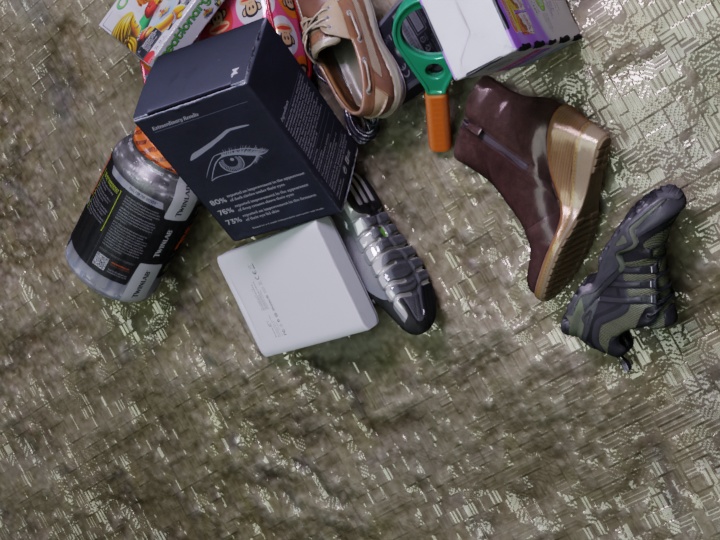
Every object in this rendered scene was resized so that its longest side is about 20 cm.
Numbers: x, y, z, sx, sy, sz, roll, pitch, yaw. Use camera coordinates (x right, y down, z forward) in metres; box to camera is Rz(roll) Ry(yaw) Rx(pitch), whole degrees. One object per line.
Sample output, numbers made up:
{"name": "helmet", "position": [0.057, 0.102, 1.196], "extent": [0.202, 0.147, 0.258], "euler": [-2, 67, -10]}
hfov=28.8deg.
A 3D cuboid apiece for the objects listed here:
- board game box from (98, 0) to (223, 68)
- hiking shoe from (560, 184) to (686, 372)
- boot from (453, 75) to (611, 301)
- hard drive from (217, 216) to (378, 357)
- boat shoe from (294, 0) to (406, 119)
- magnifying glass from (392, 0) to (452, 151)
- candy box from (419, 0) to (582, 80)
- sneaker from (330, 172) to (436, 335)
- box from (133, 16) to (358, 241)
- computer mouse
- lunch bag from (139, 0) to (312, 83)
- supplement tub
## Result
{"name": "board game box", "position": [-0.192, -0.320, 1.539], "extent": [0.201, 0.035, 0.126], "euler": [-53, 46, 2]}
{"name": "hiking shoe", "position": [0.287, 0.006, 1.415], "extent": [0.100, 0.076, 0.201], "euler": [33, 124, 8]}
{"name": "boot", "position": [0.168, -0.087, 1.466], "extent": [0.166, 0.072, 0.202], "euler": [28, 115, 33]}
{"name": "hard drive", "position": [-0.074, 0.021, 1.584], "extent": [0.199, 0.026, 0.133], "euler": [-18, 100, 50]}
{"name": "boat shoe", "position": [-0.024, -0.248, 1.466], "extent": [0.076, 0.072, 0.201], "euler": [-37, 80, 40]}
{"name": "magnifying glass", "position": [0.077, -0.202, 1.441], "extent": [0.079, 0.023, 0.201], "euler": [0, 136, 7]}
{"name": "candy box", "position": [0.123, -0.280, 1.355], "extent": [0.071, 0.200, 0.169], "euler": [-24, 89, 29]}
{"name": "sneaker", "position": [0.000, 0.000, 1.567], "extent": [0.115, 0.075, 0.201], "euler": [-37, 74, 35]}
{"name": "box", "position": [-0.117, -0.145, 1.482], "extent": [0.147, 0.105, 0.200], "euler": [-13, 133, 27]}
{"name": "computer mouse", "position": [0.042, -0.235, 1.499], "extent": [0.199, 0.053, 0.140], "euler": [-28, 86, 41]}
{"name": "lunch bag", "position": [-0.159, -0.258, 1.576], "extent": [0.198, 0.082, 0.178], "euler": [-16, 85, 31]}
{"name": "supplement tub", "position": [-0.256, -0.073, 1.650], "extent": [0.122, 0.122, 0.201], "euler": [40, 117, 15]}
